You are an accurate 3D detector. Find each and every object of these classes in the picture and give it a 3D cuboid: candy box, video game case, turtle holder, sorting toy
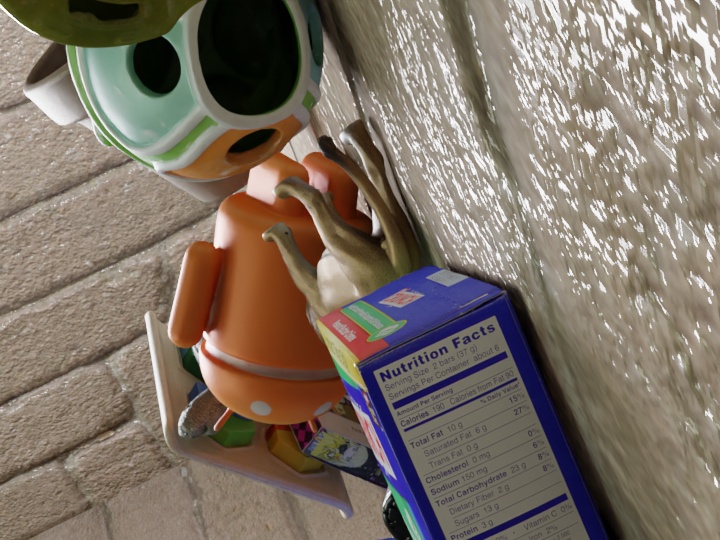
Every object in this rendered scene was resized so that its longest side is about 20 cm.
[{"bbox_3d":[0.057,0.106,0.601,0.169,0.076,0.202,-149,36,-83],"label":"candy box"},{"bbox_3d":[-0.011,0.118,1.186,0.180,0.036,0.201,29,-160,-37],"label":"video game case"},{"bbox_3d":[-0.079,-0.141,0.687,0.131,0.140,0.188,23,100,61],"label":"turtle holder"},{"bbox_3d":[-0.096,0.120,1.128,0.199,0.037,0.186,29,-160,-28],"label":"sorting toy"}]

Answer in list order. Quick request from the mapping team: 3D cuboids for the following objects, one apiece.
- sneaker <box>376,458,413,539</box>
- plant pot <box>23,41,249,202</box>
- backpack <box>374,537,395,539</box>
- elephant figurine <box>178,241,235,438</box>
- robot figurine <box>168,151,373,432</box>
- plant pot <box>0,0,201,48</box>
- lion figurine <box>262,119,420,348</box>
[{"bbox_3d":[0.068,0.139,0.753,0.200,0.060,0.105,47,-153,-20],"label":"sneaker"},{"bbox_3d":[-0.147,-0.153,1.048,0.175,0.200,0.200,48,-178,-23],"label":"plant pot"},{"bbox_3d":[0.047,0.309,0.997,0.168,0.160,0.203,31,-115,-73],"label":"backpack"},{"bbox_3d":[-0.089,0.034,1.078,0.143,0.198,0.155,66,169,-4],"label":"elephant figurine"},{"bbox_3d":[-0.050,0.020,0.896,0.144,0.115,0.203,-20,-57,-64],"label":"robot figurine"},{"bbox_3d":[-0.101,-0.178,0.392,0.185,0.199,0.201,51,171,20],"label":"plant pot"},{"bbox_3d":[0.000,0.000,0.760,0.123,0.072,0.200,57,170,10],"label":"lion figurine"}]
